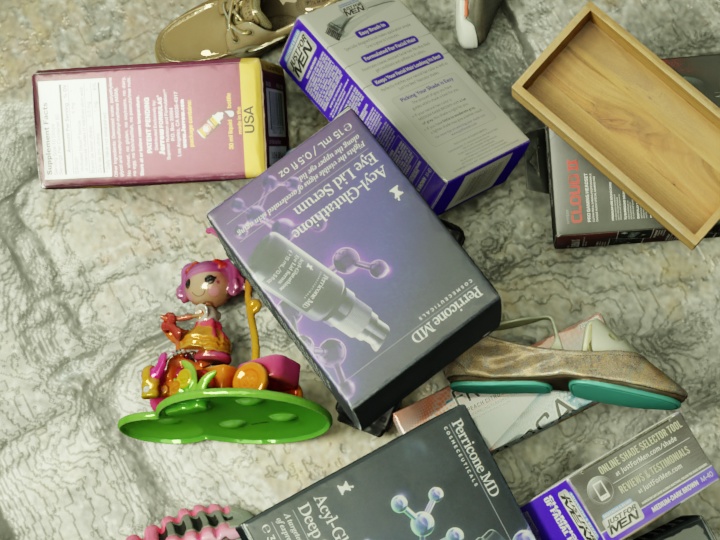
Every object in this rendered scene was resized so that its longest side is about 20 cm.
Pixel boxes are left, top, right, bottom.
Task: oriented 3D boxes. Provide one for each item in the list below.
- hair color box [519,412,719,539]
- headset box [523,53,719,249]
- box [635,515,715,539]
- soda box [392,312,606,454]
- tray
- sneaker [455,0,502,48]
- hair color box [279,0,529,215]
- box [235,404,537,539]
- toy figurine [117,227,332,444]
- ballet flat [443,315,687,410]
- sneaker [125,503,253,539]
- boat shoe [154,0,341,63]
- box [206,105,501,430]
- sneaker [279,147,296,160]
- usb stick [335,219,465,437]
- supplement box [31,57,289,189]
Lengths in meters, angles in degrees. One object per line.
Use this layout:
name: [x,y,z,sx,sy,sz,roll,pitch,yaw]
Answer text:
hair color box: [0.189,0.183,1.248,0.109,0.200,0.065,-27,78,-18]
headset box: [0.241,-0.101,1.359,0.199,0.077,0.150,-3,81,5]
box: [0.203,0.287,1.262,0.199,0.148,0.107,-27,79,3]
soda box: [0.130,0.111,1.348,0.199,0.064,0.069,-27,79,3]
tray: [0.232,-0.120,1.307,0.200,0.037,0.099,42,88,11]
sneaker: [0.134,-0.291,1.403,0.081,0.077,0.201,13,84,2]
hair color box: [0.036,-0.146,1.358,0.109,0.065,0.200,-27,70,-38]
box: [0.023,0.219,1.242,0.199,0.107,0.149,-28,84,-12]
toy figurine: [-0.117,0.047,1.374,0.199,0.150,0.185,-11,65,30]
ballet flat: [0.168,0.071,1.286,0.199,0.068,0.068,5,74,6]
sneaker: [-0.172,0.272,1.365,0.199,0.079,0.096,-22,102,4]
boat shoe: [-0.097,-0.232,1.424,0.199,0.065,0.072,-20,80,4]
box: [-0.003,0.001,1.247,0.148,0.104,0.200,-38,76,-6]
sneaker: [-0.020,-0.015,1.340,0.072,0.072,0.201,-24,75,30]
usb stick: [0.035,0.046,1.383,0.055,0.033,0.201,20,84,13]
supplement box: [-0.170,-0.126,1.376,0.199,0.131,0.104,-2,94,7]
